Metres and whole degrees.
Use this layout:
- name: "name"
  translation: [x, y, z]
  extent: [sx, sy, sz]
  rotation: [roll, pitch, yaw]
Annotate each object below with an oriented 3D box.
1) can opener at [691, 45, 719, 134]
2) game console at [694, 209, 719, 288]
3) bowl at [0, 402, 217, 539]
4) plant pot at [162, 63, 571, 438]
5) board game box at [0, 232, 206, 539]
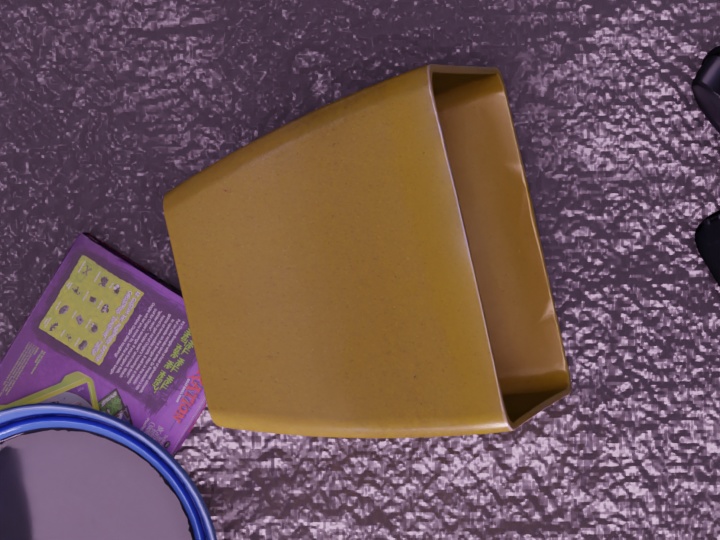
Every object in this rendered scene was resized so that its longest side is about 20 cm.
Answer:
- name: "can opener"
  translation: [0.272, -0.058, 1.551]
  extent: [0.200, 0.063, 0.079]
  rotation: [45, 66, -8]
- name: "game console"
  translation: [0.270, 0.037, 1.469]
  extent: [0.200, 0.119, 0.172]
  rotation: [-26, 98, 47]
- name: "bowl"
  translation: [-0.181, 0.178, 1.566]
  extent: [0.200, 0.039, 0.201]
  rotation: [0, 92, 4]
- name: "plant pot"
  translation: [0.000, 0.000, 1.509]
  extent: [0.176, 0.200, 0.200]
  rotation: [-13, 91, 16]
- name: "board game box"
  translation: [-0.169, 0.092, 1.594]
  extent: [0.120, 0.032, 0.200]
  rotation: [33, 94, 6]
